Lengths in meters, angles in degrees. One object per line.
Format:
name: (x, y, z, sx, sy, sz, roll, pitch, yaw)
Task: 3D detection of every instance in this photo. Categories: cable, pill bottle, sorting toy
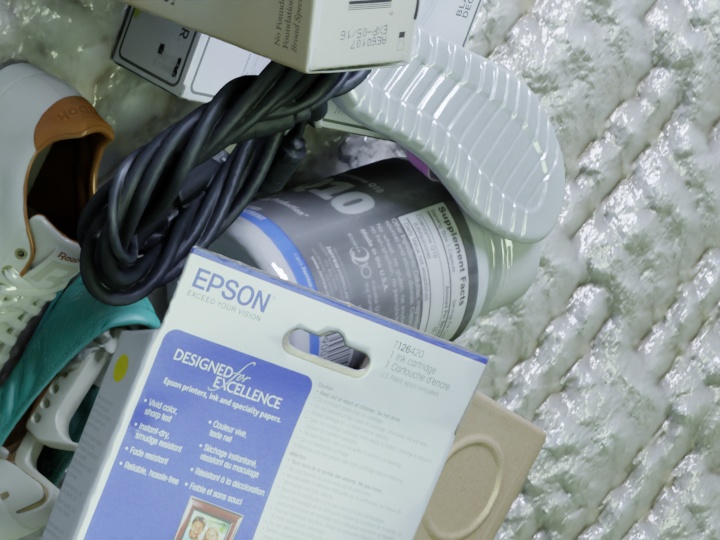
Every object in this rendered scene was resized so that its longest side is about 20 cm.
cable: (-0.064, -0.053, 1.376, 0.163, 0.051, 0.200, -41, 175, 30)
pill bottle: (0.000, 0.000, 1.573, 0.200, 0.114, 0.114, -19, 125, -38)
sorting toy: (0.012, 0.143, 1.569, 0.200, 0.036, 0.185, 32, 85, -53)

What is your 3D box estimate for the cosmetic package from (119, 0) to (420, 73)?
cosmetic package: (-0.060, -0.169, 1.340, 0.073, 0.200, 0.104, -9, 113, -43)

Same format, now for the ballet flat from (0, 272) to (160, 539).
ballet flat: (-0.172, 0.091, 1.483, 0.200, 0.070, 0.067, -57, 140, -3)

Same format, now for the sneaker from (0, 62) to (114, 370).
sneaker: (-0.181, 0.001, 1.410, 0.073, 0.085, 0.201, 3, 111, -49)

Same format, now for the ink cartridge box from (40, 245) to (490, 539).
ink cartridge box: (-0.053, 0.105, 1.434, 0.197, 0.047, 0.201, 22, 90, -33)

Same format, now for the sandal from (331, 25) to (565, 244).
sandal: (0.044, -0.085, 1.531, 0.203, 0.050, 0.083, 38, 68, -40)

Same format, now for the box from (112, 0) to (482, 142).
box: (-0.027, -0.141, 1.503, 0.200, 0.060, 0.117, 7, 107, -48)
